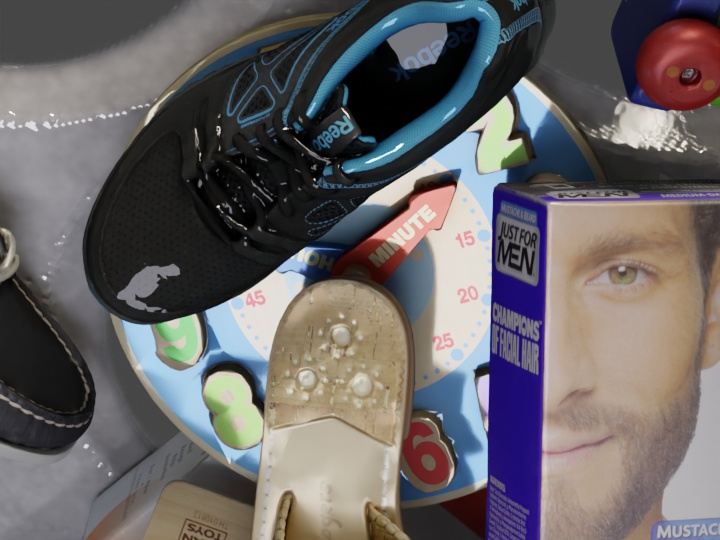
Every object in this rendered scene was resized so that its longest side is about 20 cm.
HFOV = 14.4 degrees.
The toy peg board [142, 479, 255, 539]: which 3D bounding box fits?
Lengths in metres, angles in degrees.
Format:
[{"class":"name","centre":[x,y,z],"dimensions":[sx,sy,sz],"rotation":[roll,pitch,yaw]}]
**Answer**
[{"class":"toy peg board","centre":[-0.016,0.214,1.119],"dimensions":[0.200,0.200,0.098],"rotation":[20,168,6]}]

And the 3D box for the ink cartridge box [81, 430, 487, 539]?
[{"class":"ink cartridge box","centre":[0.008,0.104,1.158],"dimensions":[0.162,0.050,0.200],"rotation":[40,122,-20]}]

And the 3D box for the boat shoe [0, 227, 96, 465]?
[{"class":"boat shoe","centre":[-0.168,-0.007,1.089],"dimensions":[0.060,0.074,0.200],"rotation":[-35,106,31]}]

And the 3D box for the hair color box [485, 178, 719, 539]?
[{"class":"hair color box","centre":[0.105,0.069,1.032],"dimensions":[0.109,0.065,0.200],"rotation":[-2,97,-15]}]

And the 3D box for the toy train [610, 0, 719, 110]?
[{"class":"toy train","centre":[0.168,-0.138,0.962],"dimensions":[0.115,0.085,0.200],"rotation":[12,125,-15]}]

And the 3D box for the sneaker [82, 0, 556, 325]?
[{"class":"sneaker","centre":[-0.024,-0.048,1.001],"dimensions":[0.200,0.082,0.073],"rotation":[-38,95,15]}]

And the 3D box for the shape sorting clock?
[{"class":"shape sorting clock","centre":[0.000,0.000,1.073],"dimensions":[0.200,0.039,0.200],"rotation":[3,108,9]}]

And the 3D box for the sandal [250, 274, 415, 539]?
[{"class":"sandal","centre":[-0.012,0.110,1.027],"dimensions":[0.077,0.070,0.212],"rotation":[0,94,9]}]
